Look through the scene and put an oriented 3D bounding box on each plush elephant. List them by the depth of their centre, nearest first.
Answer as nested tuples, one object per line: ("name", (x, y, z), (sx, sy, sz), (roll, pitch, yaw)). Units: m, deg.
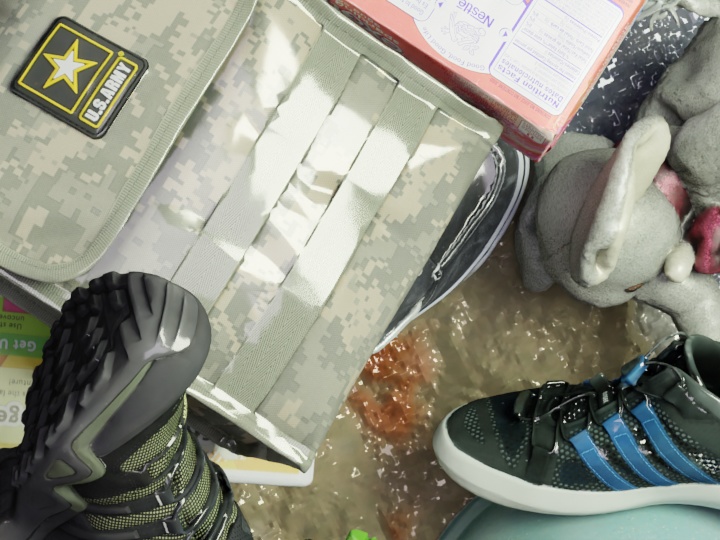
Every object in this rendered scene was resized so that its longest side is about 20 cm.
("plush elephant", (0.149, -0.029, 1.079), (0.200, 0.165, 0.155), (40, 93, -4))

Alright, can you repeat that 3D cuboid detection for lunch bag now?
("lunch bag", (-0.073, -0.043, 0.958), (0.200, 0.117, 0.165), (34, 79, -16))

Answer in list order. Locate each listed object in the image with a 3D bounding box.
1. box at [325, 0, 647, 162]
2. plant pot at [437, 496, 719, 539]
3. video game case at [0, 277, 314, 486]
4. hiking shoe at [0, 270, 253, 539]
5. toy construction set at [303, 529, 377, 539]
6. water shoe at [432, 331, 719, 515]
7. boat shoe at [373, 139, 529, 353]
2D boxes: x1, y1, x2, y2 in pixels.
("box", (0.019, -0.141, 0.990), (0.199, 0.095, 0.103), (32, 86, 2))
("plant pot", (0.125, 0.183, 1.083), (0.199, 0.134, 0.202), (0, 90, -7))
("video game case", (-0.105, -0.006, 1.018), (0.199, 0.023, 0.183), (6, 88, -26))
("hiking shoe", (-0.080, 0.073, 0.903), (0.100, 0.200, 0.076), (17, 50, -15))
("toy construction set", (-0.025, 0.189, 1.060), (0.092, 0.131, 0.200), (41, 101, -6))
("water shoe", (0.130, 0.059, 1.054), (0.199, 0.072, 0.079), (2, 122, 11))
("boat shoe", (0.000, 0.000, 1.103), (0.200, 0.068, 0.072), (-38, 94, -5))
